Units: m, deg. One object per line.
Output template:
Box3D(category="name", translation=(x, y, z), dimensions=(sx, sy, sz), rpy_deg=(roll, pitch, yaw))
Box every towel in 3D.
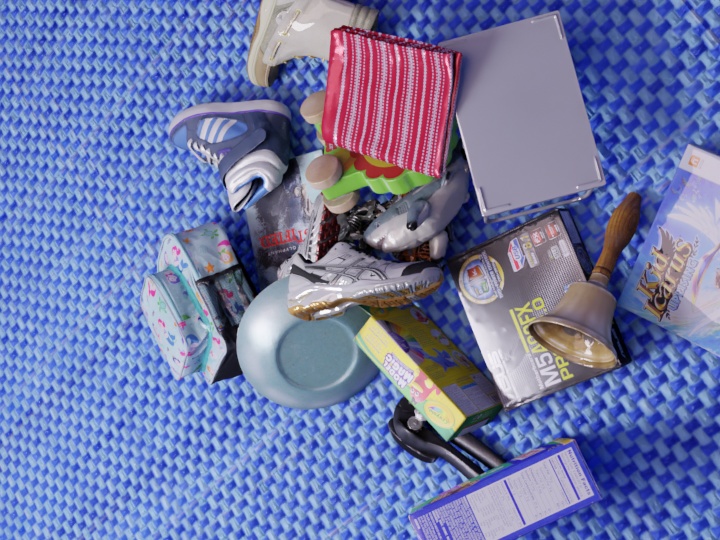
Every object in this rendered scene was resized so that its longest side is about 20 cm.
Box3D(category="towel", translation=(0.030, -0.197, 1.299), dimensions=(0.200, 0.022, 0.145), rpy_deg=(23, 113, 42))

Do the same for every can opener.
Box3D(category="can opener", translation=(0.123, 0.223, 1.410), dimensions=(0.200, 0.079, 0.063), rpy_deg=(28, 70, 23))

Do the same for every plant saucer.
Box3D(category="plant saucer", translation=(-0.058, 0.099, 1.441), dimensions=(0.200, 0.039, 0.202), rpy_deg=(-4, 115, -9))

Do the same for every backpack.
Box3D(category="backpack", translation=(-0.215, 0.042, 1.535), dimensions=(0.201, 0.150, 0.178), rpy_deg=(68, 156, 18))

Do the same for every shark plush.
Box3D(category="shark plush", translation=(0.082, -0.106, 1.362), dimensions=(0.083, 0.091, 0.201), rpy_deg=(24, 86, 39))

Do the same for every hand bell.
Box3D(category="hand bell", translation=(0.274, -0.002, 1.262), dimensions=(0.104, 0.104, 0.200), rpy_deg=(17, 69, 29))

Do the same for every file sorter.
Box3D(category="file sorter", translation=(0.180, -0.168, 1.292), dimensions=(0.138, 0.125, 0.201), rpy_deg=(-14, 84, 3))

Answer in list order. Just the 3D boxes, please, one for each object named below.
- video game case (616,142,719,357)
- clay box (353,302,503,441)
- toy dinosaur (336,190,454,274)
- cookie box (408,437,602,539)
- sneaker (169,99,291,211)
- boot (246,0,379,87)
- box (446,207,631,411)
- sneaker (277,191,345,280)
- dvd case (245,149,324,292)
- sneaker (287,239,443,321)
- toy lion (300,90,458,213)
Box3D(category="video game case", translation=(0.403, -0.012, 1.229), dimensions=(0.181, 0.045, 0.201), rpy_deg=(29, 107, 28))
Box3D(category="clay box", translation=(0.078, 0.114, 1.390), dimensions=(0.200, 0.115, 0.048), rpy_deg=(46, 116, 22))
Box3D(category="toy dinosaur", translation=(0.049, -0.065, 1.429), dimensions=(0.135, 0.102, 0.201), rpy_deg=(-16, 55, 17))
Box3D(category="cookie box", translation=(0.160, 0.263, 1.276), dimensions=(0.199, 0.171, 0.075), rpy_deg=(-25, 80, 0))
Box3D(category="sneaker", translation=(-0.187, -0.148, 1.533), dimensions=(0.199, 0.081, 0.147), rpy_deg=(-5, 63, 26))
Box3D(category="boot", translation=(-0.062, -0.291, 1.471), dimensions=(0.154, 0.072, 0.200), rpy_deg=(21, 146, -2))
Box3D(category="box", translation=(0.211, 0.047, 1.347), dimensions=(0.160, 0.044, 0.201), rpy_deg=(-25, 80, 28))
Box3D(category="sneaker", translation=(-0.071, -0.008, 1.472), dimensions=(0.082, 0.078, 0.201), rpy_deg=(22, 104, 29))
Box3D(category="dvd case", translation=(-0.088, -0.052, 1.537), dimensions=(0.146, 0.022, 0.201), rpy_deg=(-12, 88, 31))
Box3D(category="sneaker", translation=(0.000, 0.000, 1.341), dimensions=(0.199, 0.076, 0.088), rpy_deg=(-10, 70, 20))
Box3D(category="toy lion", translation=(0.027, -0.167, 1.400), dimensions=(0.191, 0.069, 0.200), rpy_deg=(-22, 46, 15))
